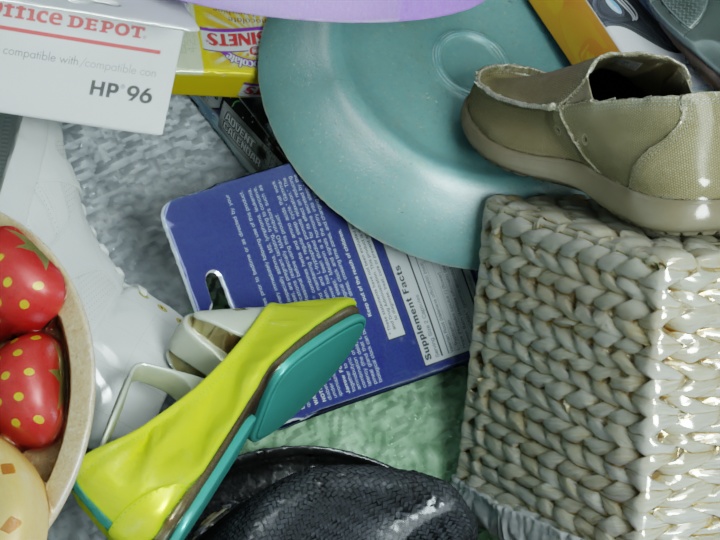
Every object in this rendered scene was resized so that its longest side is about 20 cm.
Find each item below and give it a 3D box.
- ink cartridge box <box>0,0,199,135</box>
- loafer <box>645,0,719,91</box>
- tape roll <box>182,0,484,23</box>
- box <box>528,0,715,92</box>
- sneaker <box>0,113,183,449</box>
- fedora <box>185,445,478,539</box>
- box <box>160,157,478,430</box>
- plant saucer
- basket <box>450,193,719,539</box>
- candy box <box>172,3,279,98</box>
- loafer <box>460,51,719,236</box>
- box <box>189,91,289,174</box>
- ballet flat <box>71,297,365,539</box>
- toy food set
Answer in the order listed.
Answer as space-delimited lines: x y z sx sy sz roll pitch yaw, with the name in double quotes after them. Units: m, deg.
-0.151 -0.119 1.341 0.116 0.068 0.200 7 19 -16 "ink cartridge box"
0.185 -0.102 1.357 0.072 0.063 0.200 -21 45 -7 "loafer"
-0.031 -0.176 1.346 0.200 0.066 0.200 7 21 -3 "tape roll"
0.147 -0.138 1.429 0.119 0.042 0.200 -12 57 -32 "box"
-0.137 0.004 1.339 0.115 0.074 0.200 28 38 -28 "sneaker"
-0.013 0.145 1.270 0.200 0.092 0.201 10 56 -15 "fedora"
0.000 0.000 1.388 0.200 0.032 0.121 -17 86 -31 "box"
0.049 -0.093 1.405 0.200 0.036 0.200 10 54 -15 "plant saucer"
0.168 0.055 1.304 0.198 0.200 0.161 -1 100 -22 "basket"
-0.011 -0.132 1.446 0.200 0.026 0.102 2 61 -21 "candy box"
0.116 -0.068 1.292 0.076 0.068 0.200 0 16 -33 "loafer"
-0.002 -0.127 1.488 0.200 0.040 0.137 -28 71 -33 "box"
-0.066 0.055 1.267 0.067 0.067 0.200 33 40 8 "ballet flat"
-0.204 0.062 1.217 0.198 0.049 0.200 8 77 27 "toy food set"
